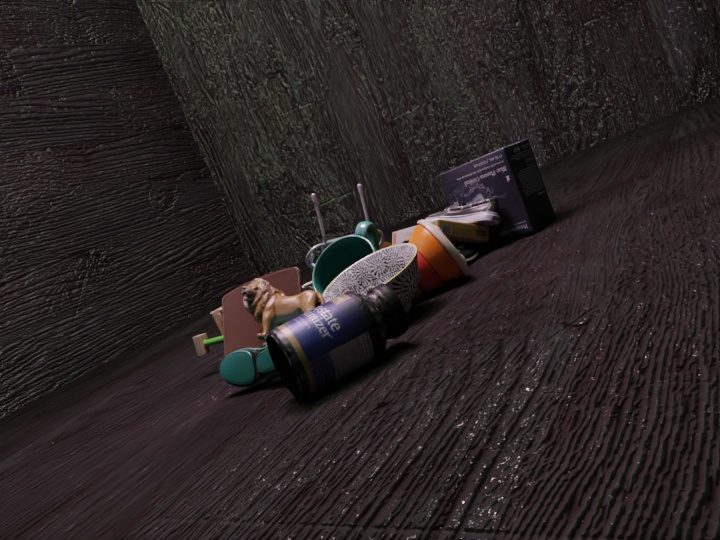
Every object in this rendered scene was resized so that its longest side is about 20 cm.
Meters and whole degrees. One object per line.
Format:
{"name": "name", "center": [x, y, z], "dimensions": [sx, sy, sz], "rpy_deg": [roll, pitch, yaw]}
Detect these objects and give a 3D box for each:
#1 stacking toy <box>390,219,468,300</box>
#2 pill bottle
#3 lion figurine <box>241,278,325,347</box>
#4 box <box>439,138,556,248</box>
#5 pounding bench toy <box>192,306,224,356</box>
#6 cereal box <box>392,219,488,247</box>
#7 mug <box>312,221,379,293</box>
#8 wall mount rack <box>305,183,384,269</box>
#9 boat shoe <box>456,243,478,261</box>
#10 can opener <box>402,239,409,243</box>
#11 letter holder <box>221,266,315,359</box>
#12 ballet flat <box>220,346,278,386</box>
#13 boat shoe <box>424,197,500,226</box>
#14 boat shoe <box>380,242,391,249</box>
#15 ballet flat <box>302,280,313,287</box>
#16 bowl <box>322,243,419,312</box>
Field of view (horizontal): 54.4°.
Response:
{"name": "stacking toy", "center": [0.103, 0.011, 1.398], "dimensions": [0.200, 0.146, 0.146], "rpy_deg": [-41, 6, -1]}
{"name": "pill bottle", "center": [-0.032, 0.100, 1.053], "dimensions": [0.198, 0.113, 0.112], "rpy_deg": [-27, 7, -22]}
{"name": "lion figurine", "center": [-0.125, 0.069, 1.259], "dimensions": [0.197, 0.124, 0.073], "rpy_deg": [-2, -30, 18]}
{"name": "box", "center": [0.319, -0.174, 1.640], "dimensions": [0.196, 0.202, 0.117], "rpy_deg": [-18, 6, 46]}
{"name": "pounding bench toy", "center": [-0.267, 0.135, 1.594], "dimensions": [0.199, 0.126, 0.155], "rpy_deg": [-28, 8, -35]}
{"name": "cereal box", "center": [0.182, -0.080, 1.629], "dimensions": [0.142, 0.040, 0.199], "rpy_deg": [5, -7, -28]}
{"name": "mug", "center": [0.002, 0.009, 1.469], "dimensions": [0.185, 0.114, 0.152], "rpy_deg": [-44, 50, 2]}
{"name": "wall mount rack", "center": [-0.043, -0.086, 1.526], "dimensions": [0.198, 0.175, 0.075], "rpy_deg": [-16, 43, -29]}
{"name": "boat shoe", "center": [0.191, -0.030, 1.538], "dimensions": [0.200, 0.064, 0.073], "rpy_deg": [-22, -3, -44]}
{"name": "can opener", "center": [0.084, 0.000, 1.598], "dimensions": [0.200, 0.078, 0.064], "rpy_deg": [-41, 36, 24]}
{"name": "letter holder", "center": [-0.166, 0.090, 1.373], "dimensions": [0.198, 0.144, 0.100], "rpy_deg": [-21, -24, 27]}
{"name": "ballet flat", "center": [-0.166, 0.165, 1.234], "dimensions": [0.070, 0.068, 0.199], "rpy_deg": [5, -19, -45]}
{"name": "boat shoe", "center": [0.234, -0.129, 1.615], "dimensions": [0.198, 0.057, 0.068], "rpy_deg": [-2, -11, 41]}
{"name": "boat shoe", "center": [0.031, 0.011, 1.770], "dimensions": [0.071, 0.073, 0.201], "rpy_deg": [8, 40, 20]}
{"name": "ballet flat", "center": [-0.124, 0.076, 1.589], "dimensions": [0.067, 0.071, 0.200], "rpy_deg": [-28, 17, 49]}
{"name": "bowl", "center": [0.035, 0.043, 1.294], "dimensions": [0.199, 0.095, 0.201], "rpy_deg": [-27, 17, 9]}
